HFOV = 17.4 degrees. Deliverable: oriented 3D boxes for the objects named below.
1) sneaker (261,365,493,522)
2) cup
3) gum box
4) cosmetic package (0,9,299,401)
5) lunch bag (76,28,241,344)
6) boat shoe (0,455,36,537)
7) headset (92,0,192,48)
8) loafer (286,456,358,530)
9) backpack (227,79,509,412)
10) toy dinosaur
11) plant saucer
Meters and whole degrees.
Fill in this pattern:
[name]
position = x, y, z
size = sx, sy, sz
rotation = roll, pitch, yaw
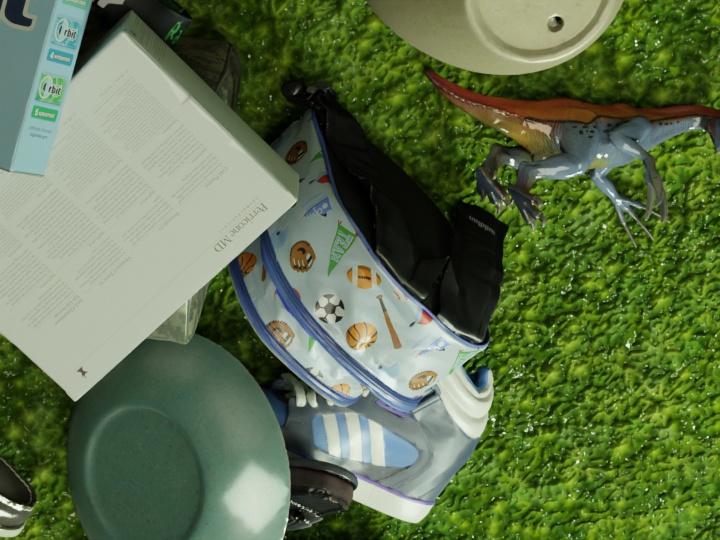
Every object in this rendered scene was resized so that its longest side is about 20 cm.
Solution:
[sneaker]
position = 0.000, 0.083, 1.693
size = 0.199, 0.081, 0.147
rotation = 26, 99, -19
[cup]
position = 0.100, -0.208, 1.525
size = 0.199, 0.143, 0.201
rotation = -6, 118, -11
[gum box]
position = -0.242, -0.175, 1.405
size = 0.169, 0.045, 0.201
rotation = 17, 94, 23
[cosmetic package]
position = -0.159, -0.038, 1.452
size = 0.200, 0.052, 0.151
rotation = -41, 105, 16
[lunch bag]
position = -0.176, -0.059, 1.548
size = 0.167, 0.140, 0.201
rotation = 10, 114, 2
[boat shoe]
position = -0.299, 0.112, 1.636
size = 0.201, 0.072, 0.061
rotation = 39, 107, -24
[headset]
position = -0.187, -0.217, 1.475
size = 0.199, 0.124, 0.094
rotation = 33, 97, -6
[loafer]
position = -0.089, 0.172, 1.662
size = 0.199, 0.063, 0.072
rotation = -6, 151, 35
[backpack]
position = 0.000, 0.000, 1.580
size = 0.200, 0.191, 0.154
rotation = 36, 105, -27
[toy dinosaur]
position = 0.175, -0.095, 1.636
size = 0.181, 0.105, 0.201
rotation = -34, 108, -18
[plant saucer]
position = -0.140, 0.142, 1.629
size = 0.039, 0.201, 0.202
rotation = -10, 128, -55
